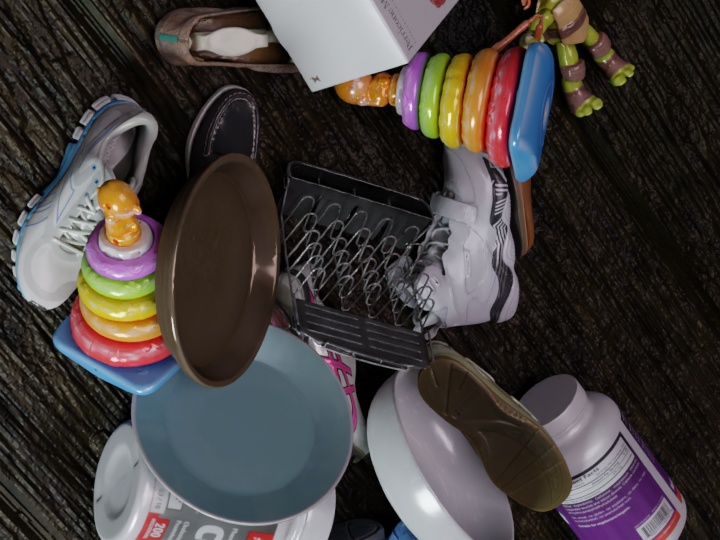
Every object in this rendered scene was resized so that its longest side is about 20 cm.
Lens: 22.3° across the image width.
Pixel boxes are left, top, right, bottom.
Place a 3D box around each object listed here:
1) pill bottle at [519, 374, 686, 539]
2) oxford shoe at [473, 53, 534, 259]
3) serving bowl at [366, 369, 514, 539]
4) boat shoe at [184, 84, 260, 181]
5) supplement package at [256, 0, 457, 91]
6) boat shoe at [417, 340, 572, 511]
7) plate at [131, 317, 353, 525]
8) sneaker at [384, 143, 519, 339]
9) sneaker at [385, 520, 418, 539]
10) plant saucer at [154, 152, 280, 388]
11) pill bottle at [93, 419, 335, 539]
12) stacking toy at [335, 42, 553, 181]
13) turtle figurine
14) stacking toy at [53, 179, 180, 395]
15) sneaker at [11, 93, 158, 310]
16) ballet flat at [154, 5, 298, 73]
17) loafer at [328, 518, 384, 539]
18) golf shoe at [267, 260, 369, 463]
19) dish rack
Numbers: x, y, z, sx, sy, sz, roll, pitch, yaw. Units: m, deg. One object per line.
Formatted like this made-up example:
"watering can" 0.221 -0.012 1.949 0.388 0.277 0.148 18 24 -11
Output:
"pill bottle" 0.238 0.202 1.846 0.112 0.112 0.200 -45 114 -15
"oxford shoe" 0.152 -0.112 1.778 0.071 0.071 0.202 -14 103 -29
"serving bowl" 0.065 0.193 1.730 0.066 0.201 0.200 -32 117 19
"boat shoe" -0.128 -0.067 1.639 0.073 0.060 0.201 20 88 -28
"supplement package" 0.015 -0.270 1.609 0.122 0.119 0.200 57 46 -23
"boat shoe" 0.130 0.148 1.760 0.201 0.063 0.073 43 106 -15
"plate" -0.104 0.134 1.599 0.198 0.026 0.201 9 56 -13
"sneaker" 0.083 -0.032 1.748 0.114 0.075 0.202 -19 109 -26
"sneaker" 0.066 0.316 1.797 0.075 0.105 0.201 -12 136 -8
"plant saucer" -0.123 -0.001 1.561 0.200 0.029 0.202 7 90 -67
"pill bottle" -0.130 0.205 1.650 0.199 0.114 0.115 13 92 -28
"stacking toy" 0.073 -0.159 1.681 0.198 0.116 0.111 9 76 12
"turtle figurine" 0.198 -0.232 1.783 0.200 0.064 0.162 -51 127 -28
"stacking toy" -0.196 -0.005 1.531 0.110 0.116 0.201 -48 153 -34
"sneaker" -0.234 -0.058 1.571 0.075 0.087 0.201 26 87 -30
"ballet flat" -0.084 -0.207 1.637 0.199 0.067 0.069 -10 103 -27
"loafer" -0.061 0.295 1.728 0.199 0.072 0.064 -16 109 -28
"golf shoe" -0.030 0.087 1.709 0.092 0.072 0.201 -35 112 -21
"dish rack" 0.000 0.000 1.643 0.152 0.201 0.055 15 130 -22
